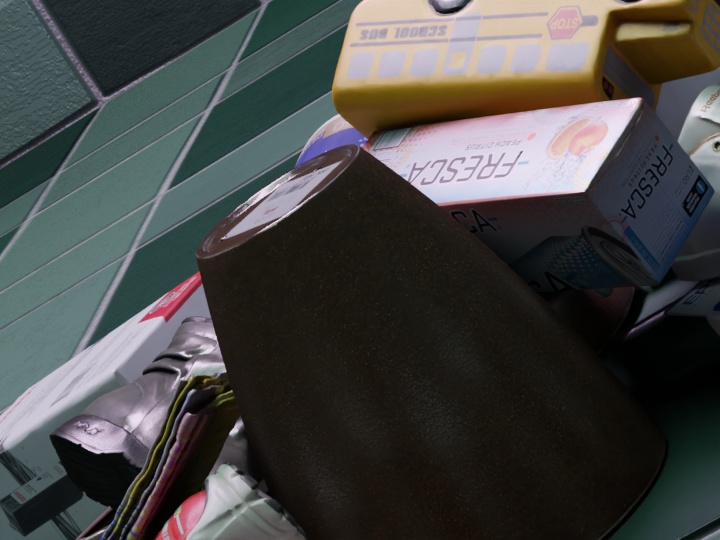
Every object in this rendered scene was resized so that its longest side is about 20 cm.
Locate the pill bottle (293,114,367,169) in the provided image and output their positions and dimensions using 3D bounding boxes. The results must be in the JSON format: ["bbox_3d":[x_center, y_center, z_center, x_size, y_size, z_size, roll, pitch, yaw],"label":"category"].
[{"bbox_3d":[0.000,0.000,1.593,0.116,0.116,0.200,-28,20,25],"label":"pill bottle"}]

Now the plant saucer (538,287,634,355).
[{"bbox_3d":[0.059,0.041,1.626,0.200,0.035,0.200,-28,20,11],"label":"plant saucer"}]

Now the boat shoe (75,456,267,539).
[{"bbox_3d":[-0.088,0.111,1.666,0.200,0.060,0.072,-49,19,-27],"label":"boat shoe"}]

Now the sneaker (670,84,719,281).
[{"bbox_3d":[0.199,-0.052,1.371,0.200,0.085,0.073,-19,18,50],"label":"sneaker"}]

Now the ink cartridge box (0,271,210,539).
[{"bbox_3d":[-0.161,0.100,1.841,0.200,0.084,0.144,-32,11,37],"label":"ink cartridge box"}]

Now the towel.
[{"bbox_3d":[-0.113,0.136,1.402,0.200,0.023,0.144,-61,-5,5],"label":"towel"}]

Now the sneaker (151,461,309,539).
[{"bbox_3d":[-0.082,0.152,1.385,0.085,0.077,0.200,-40,-15,-18],"label":"sneaker"}]

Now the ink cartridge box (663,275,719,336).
[{"bbox_3d":[0.267,-0.021,1.370,0.198,0.047,0.200,-38,11,-16],"label":"ink cartridge box"}]

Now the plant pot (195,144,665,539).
[{"bbox_3d":[0.014,0.047,1.378,0.187,0.200,0.187,-32,12,8],"label":"plant pot"}]

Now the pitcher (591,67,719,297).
[{"bbox_3d":[0.122,-0.088,1.570,0.200,0.121,0.172,-67,12,-6],"label":"pitcher"}]

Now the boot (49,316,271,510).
[{"bbox_3d":[-0.069,0.087,1.590,0.131,0.068,0.200,-42,42,-25],"label":"boot"}]

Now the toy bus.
[{"bbox_3d":[0.088,-0.108,1.457,0.200,0.065,0.078,0,64,35],"label":"toy bus"}]

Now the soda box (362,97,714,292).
[{"bbox_3d":[0.072,-0.032,1.419,0.200,0.068,0.064,-4,45,51],"label":"soda box"}]
